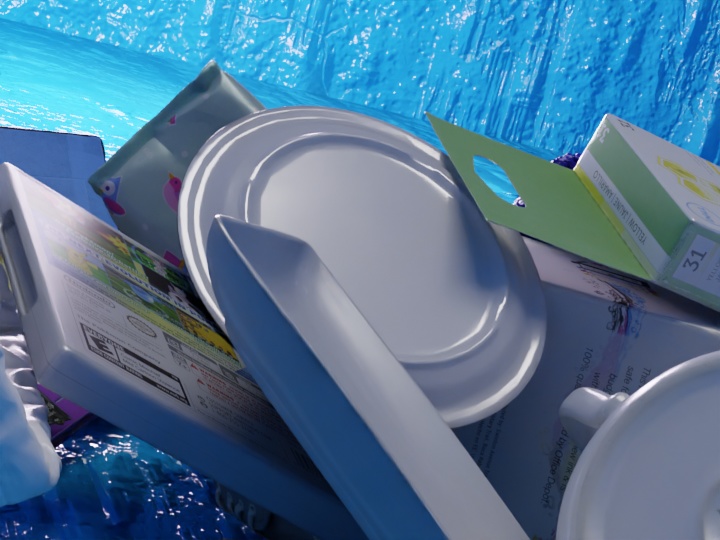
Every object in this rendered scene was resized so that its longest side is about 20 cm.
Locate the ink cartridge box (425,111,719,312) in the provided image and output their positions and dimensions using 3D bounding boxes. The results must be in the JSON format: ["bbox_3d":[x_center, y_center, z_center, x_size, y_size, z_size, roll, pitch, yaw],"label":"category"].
[{"bbox_3d":[0.144,-0.040,0.974,0.200,0.048,0.146,23,20,-22],"label":"ink cartridge box"}]

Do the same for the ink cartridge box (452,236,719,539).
[{"bbox_3d":[0.116,0.072,1.017,0.199,0.148,0.145,17,11,7],"label":"ink cartridge box"}]

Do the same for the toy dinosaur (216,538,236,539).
[{"bbox_3d":[-0.019,0.145,0.742,0.088,0.048,0.200,5,11,-17],"label":"toy dinosaur"}]

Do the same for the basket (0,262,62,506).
[{"bbox_3d":[-0.228,-0.003,0.695,0.160,0.199,0.200,-22,20,-8],"label":"basket"}]

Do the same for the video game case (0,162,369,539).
[{"bbox_3d":[-0.073,0.043,0.805,0.200,0.022,0.182,33,12,-30],"label":"video game case"}]

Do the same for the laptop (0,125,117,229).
[{"bbox_3d":[-0.172,-0.004,1.076,0.200,0.116,0.187,24,14,36],"label":"laptop"}]

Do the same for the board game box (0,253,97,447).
[{"bbox_3d":[-0.171,0.027,0.974,0.120,0.032,0.200,46,22,1],"label":"board game box"}]

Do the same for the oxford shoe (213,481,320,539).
[{"bbox_3d":[-0.039,0.107,0.883,0.075,0.058,0.200,43,3,-45],"label":"oxford shoe"}]

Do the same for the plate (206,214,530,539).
[{"bbox_3d":[0.009,0.069,0.738,0.200,0.032,0.200,54,5,7],"label":"plate"}]

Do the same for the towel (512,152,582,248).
[{"bbox_3d":[0.130,0.019,1.137,0.147,0.200,0.050,31,46,-10],"label":"towel"}]

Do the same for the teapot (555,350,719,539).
[{"bbox_3d":[0.180,0.137,0.788,0.197,0.200,0.146,-3,-30,15],"label":"teapot"}]

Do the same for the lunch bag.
[{"bbox_3d":[-0.065,-0.019,1.084,0.170,0.122,0.200,45,-7,2],"label":"lunch bag"}]

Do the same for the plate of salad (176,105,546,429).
[{"bbox_3d":[0.000,0.000,0.902,0.200,0.048,0.200,16,48,-18],"label":"plate of salad"}]
